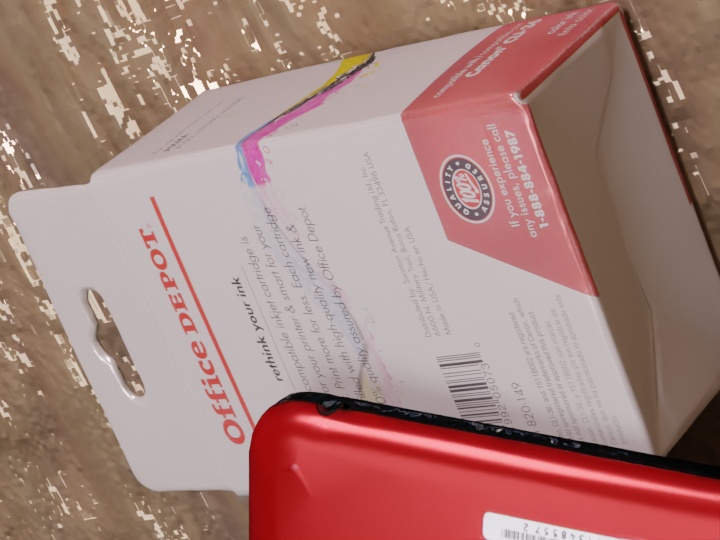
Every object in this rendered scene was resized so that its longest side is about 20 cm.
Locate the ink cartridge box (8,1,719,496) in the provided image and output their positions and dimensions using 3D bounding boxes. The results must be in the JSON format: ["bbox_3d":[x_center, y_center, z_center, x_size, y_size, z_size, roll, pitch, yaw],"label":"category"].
[{"bbox_3d":[0.000,0.000,0.716,0.199,0.067,0.117,-7,114,38],"label":"ink cartridge box"}]

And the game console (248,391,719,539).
[{"bbox_3d":[0.078,0.115,0.712,0.199,0.119,0.174,9,110,23],"label":"game console"}]
